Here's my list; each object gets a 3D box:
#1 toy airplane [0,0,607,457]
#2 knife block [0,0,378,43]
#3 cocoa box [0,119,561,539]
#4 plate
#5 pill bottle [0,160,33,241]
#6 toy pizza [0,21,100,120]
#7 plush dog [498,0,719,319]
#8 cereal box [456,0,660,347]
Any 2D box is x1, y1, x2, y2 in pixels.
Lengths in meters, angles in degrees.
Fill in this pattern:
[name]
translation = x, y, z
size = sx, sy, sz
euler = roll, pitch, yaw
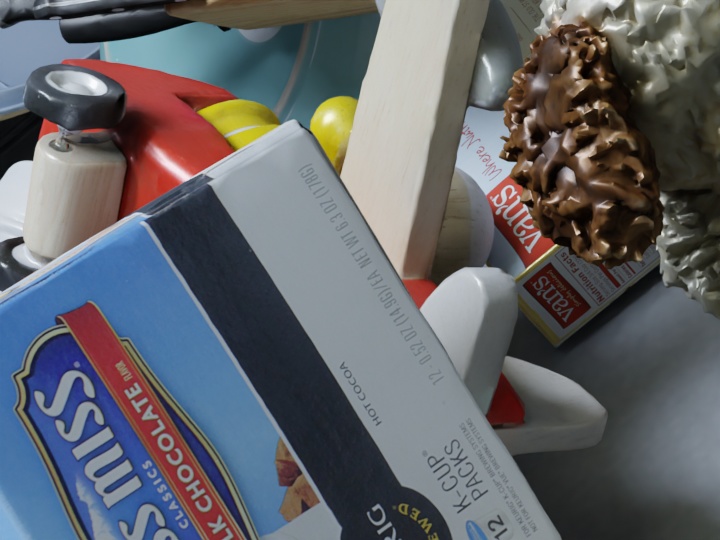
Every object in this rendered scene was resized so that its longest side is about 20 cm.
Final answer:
[toy airplane]
translation = 0.000, 0.000, 0.828
size = 0.200, 0.199, 0.141
euler = -24, -4, 42
[knife block]
translation = -0.024, -0.119, 0.937
size = 0.175, 0.200, 0.064
euler = -8, 88, 64
[cocoa box]
translation = -0.073, 0.072, 0.724
size = 0.131, 0.134, 0.200
euler = -32, 2, -35
[plate]
translation = -0.050, -0.103, 1.018
size = 0.200, 0.026, 0.201
euler = -3, 86, 51
[pill bottle]
translation = -0.144, 0.064, 0.957
size = 0.111, 0.111, 0.200
euler = 8, 59, 49
[toy pizza]
translation = -0.195, -0.096, 1.182
size = 0.200, 0.032, 0.200
euler = -1, 28, 1
[plush dog]
translation = 0.120, -0.053, 0.764
size = 0.160, 0.172, 0.200
euler = 13, 63, 51
[cereal box]
translation = 0.109, -0.081, 0.921
size = 0.200, 0.040, 0.144
euler = -39, 35, 7
